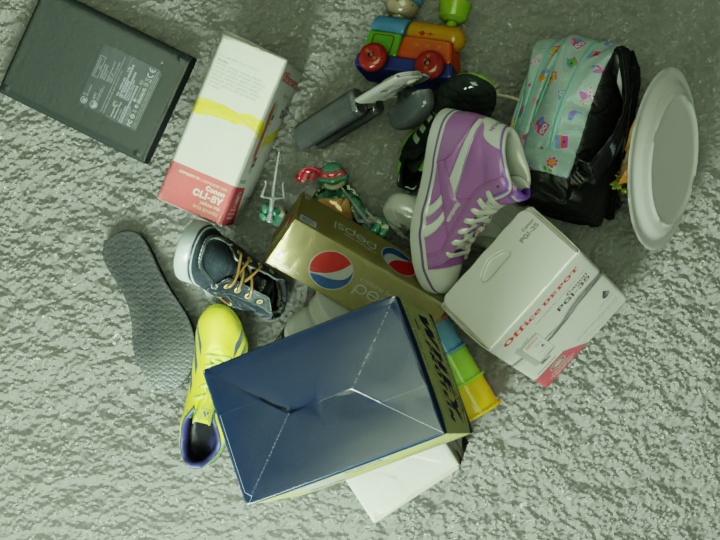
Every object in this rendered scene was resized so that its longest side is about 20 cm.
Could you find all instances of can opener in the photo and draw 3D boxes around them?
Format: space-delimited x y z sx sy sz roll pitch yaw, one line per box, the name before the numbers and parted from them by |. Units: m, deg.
can opener | 0.004 -0.169 1.440 0.200 0.053 0.067 -26 77 46

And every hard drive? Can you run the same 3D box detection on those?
hard drive | -0.315 -0.233 1.532 0.199 0.033 0.140 26 95 3

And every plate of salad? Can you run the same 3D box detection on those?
plate of salad | 0.325 -0.123 1.412 0.048 0.200 0.201 8 94 33

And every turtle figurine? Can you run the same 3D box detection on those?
turtle figurine | -0.030 -0.048 1.483 0.149 0.101 0.201 1 110 23

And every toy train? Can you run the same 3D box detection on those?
toy train | 0.102 -0.256 1.452 0.199 0.085 0.116 12 80 24

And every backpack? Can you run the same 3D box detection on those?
backpack | 0.238 -0.162 1.425 0.126 0.167 0.201 14 87 21

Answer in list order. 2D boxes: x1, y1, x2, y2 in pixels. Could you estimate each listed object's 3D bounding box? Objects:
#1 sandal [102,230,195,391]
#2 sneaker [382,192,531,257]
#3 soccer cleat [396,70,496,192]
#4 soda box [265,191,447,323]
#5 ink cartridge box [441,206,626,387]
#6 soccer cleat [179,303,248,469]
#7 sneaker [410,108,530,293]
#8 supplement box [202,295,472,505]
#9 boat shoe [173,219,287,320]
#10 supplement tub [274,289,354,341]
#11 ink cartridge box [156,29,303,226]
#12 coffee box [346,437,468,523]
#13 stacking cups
sandal | -0.247 0.047 1.541 0.076 0.043 0.201 -20 81 -1
sneaker | 0.119 -0.069 1.472 0.199 0.078 0.100 14 78 -23
soccer cleat | 0.094 -0.150 1.422 0.067 0.200 0.081 23 63 -10
soda box | 0.000 0.000 1.416 0.200 0.064 0.068 30 119 -12
ink cartridge box | 0.194 0.034 1.411 0.147 0.200 0.083 -48 60 6
soccer cleat | -0.173 0.139 1.492 0.064 0.084 0.201 12 110 5
sneaker | 0.118 -0.061 1.341 0.114 0.073 0.201 19 113 33
supplement box | -0.015 0.129 1.250 0.199 0.200 0.135 -21 79 9
boat shoe | -0.140 0.001 1.443 0.091 0.200 0.071 18 80 14
supplement tub | -0.048 0.130 1.451 0.140 0.140 0.200 36 113 3
ink cartridge box | -0.145 -0.158 1.464 0.083 0.145 0.201 23 95 3
coffee box | 0.052 0.203 1.437 0.113 0.200 0.080 -34 86 7
stacking cups | 0.088 0.083 1.500 0.060 0.061 0.200 -32 88 6
